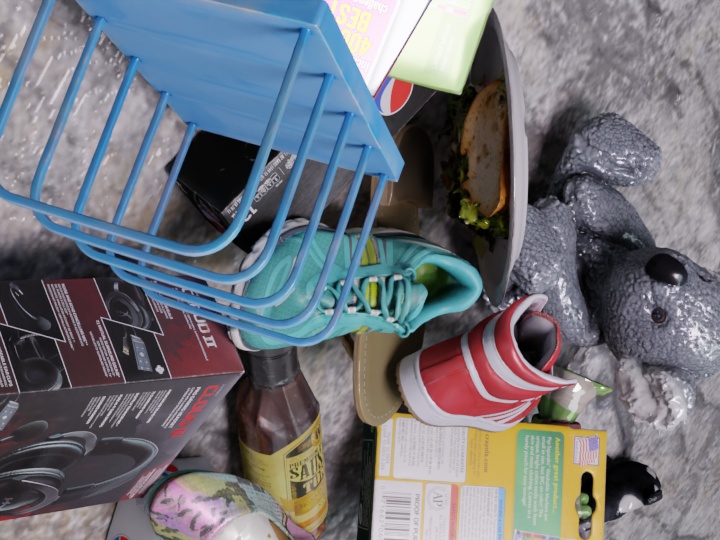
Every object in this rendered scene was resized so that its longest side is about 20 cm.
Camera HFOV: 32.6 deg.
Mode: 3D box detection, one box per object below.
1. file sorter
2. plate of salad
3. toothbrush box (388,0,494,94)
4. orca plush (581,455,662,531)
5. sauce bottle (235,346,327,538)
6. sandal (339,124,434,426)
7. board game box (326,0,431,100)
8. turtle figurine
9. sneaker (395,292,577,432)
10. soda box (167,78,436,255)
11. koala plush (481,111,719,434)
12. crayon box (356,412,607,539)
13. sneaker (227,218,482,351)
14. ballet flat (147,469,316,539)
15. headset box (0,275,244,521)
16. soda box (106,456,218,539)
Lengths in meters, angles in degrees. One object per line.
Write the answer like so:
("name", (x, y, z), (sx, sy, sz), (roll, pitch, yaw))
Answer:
("file sorter", (-0.076, -0.051, 0.619), (0.200, 0.137, 0.124), (51, 57, -71))
("plate of salad", (0.079, -0.076, 0.837), (0.047, 0.201, 0.202), (-3, 125, -2))
("toothbrush box", (-0.021, -0.196, 0.664), (0.198, 0.086, 0.147), (10, 111, -22))
("orca plush", (0.240, 0.226, 1.283), (0.198, 0.072, 0.105), (-15, 171, -31))
("sauce bottle", (-0.060, 0.119, 0.908), (0.066, 0.066, 0.202), (-27, 134, -27))
("sandal", (0.003, 0.001, 0.894), (0.077, 0.069, 0.215), (10, 87, -53))
("board game box", (-0.008, -0.206, 0.591), (0.152, 0.040, 0.201), (26, 105, -25))
("turtle figurine", (0.187, 0.196, 1.114), (0.144, 0.199, 0.196), (25, 87, -57))
("sneaker", (0.120, 0.069, 0.908), (0.112, 0.072, 0.199), (-27, 165, 27))
("soda box", (-0.024, -0.102, 0.787), (0.200, 0.071, 0.063), (-46, 137, -9))
("koala plush", (0.214, 0.018, 0.972), (0.177, 0.199, 0.185), (-44, 154, -25))
("crayon box", (0.099, 0.186, 1.007), (0.197, 0.052, 0.127), (6, 82, -12))
("sneaker", (0.000, 0.009, 0.769), (0.199, 0.079, 0.079), (-12, 113, -47))
("ballet flat", (-0.070, 0.195, 0.846), (0.069, 0.071, 0.200), (-41, 143, -1))
("headset box", (-0.176, 0.077, 0.724), (0.198, 0.078, 0.149), (0, 142, -42))
("soda box", (-0.153, 0.239, 0.903), (0.068, 0.064, 0.202), (2, 116, -43))
